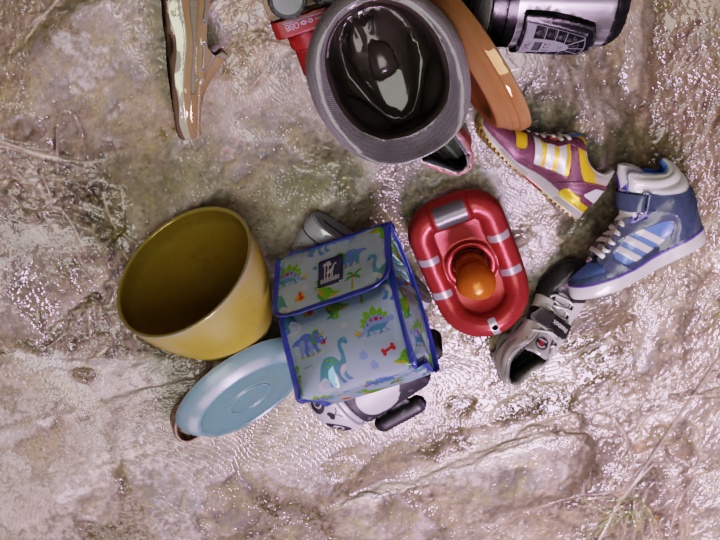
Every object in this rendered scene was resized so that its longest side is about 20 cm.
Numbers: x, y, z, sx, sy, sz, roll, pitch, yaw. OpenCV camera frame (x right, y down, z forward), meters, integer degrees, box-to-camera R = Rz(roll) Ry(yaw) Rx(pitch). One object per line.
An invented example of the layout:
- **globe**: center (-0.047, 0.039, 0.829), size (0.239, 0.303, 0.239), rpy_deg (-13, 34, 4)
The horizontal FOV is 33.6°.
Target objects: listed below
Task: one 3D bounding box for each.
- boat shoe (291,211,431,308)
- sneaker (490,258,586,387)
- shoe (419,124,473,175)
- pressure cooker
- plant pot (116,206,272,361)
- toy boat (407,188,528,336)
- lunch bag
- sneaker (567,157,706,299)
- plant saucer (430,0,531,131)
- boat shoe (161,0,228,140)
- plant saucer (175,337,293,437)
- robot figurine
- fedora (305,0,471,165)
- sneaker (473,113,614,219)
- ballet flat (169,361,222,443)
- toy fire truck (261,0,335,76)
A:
- **boat shoe**: center (0.000, 0.000, 1.595), size (0.200, 0.074, 0.067), rpy_deg (37, 116, -4)
- **sneaker**: center (0.255, 0.079, 1.624), size (0.074, 0.089, 0.200), rpy_deg (27, 110, -12)
- **shoe**: center (0.066, -0.200, 1.486), size (0.200, 0.091, 0.071), rpy_deg (41, 107, -17)
- **pressure cooker**: center (0.198, -0.343, 1.379), size (0.200, 0.179, 0.176), rpy_deg (-1, 120, -6)
- **plant pot**: center (-0.193, 0.038, 1.551), size (0.200, 0.200, 0.142), rpy_deg (-28, 135, 11)
- **toy boat**: center (0.146, 0.001, 1.560), size (0.130, 0.131, 0.200), rpy_deg (-21, 113, 8)
- **lunch bag**: center (-0.012, 0.054, 1.509), size (0.170, 0.127, 0.200), rpy_deg (-18, 74, 17)
- **sneaker**: center (0.340, -0.064, 1.558), size (0.200, 0.081, 0.147), rpy_deg (-26, 103, 4)
- **plant saucer**: center (0.131, -0.244, 1.408), size (0.037, 0.200, 0.200), rpy_deg (-34, 111, 1)
- **boat shoe**: center (-0.200, -0.259, 1.468), size (0.076, 0.072, 0.200), rpy_deg (-6, 115, -12)
- **plant saucer**: center (-0.154, 0.164, 1.608), size (0.200, 0.200, 0.027), rpy_deg (-43, 66, 16)
- **robot figurine**: center (0.015, 0.133, 1.618), size (0.200, 0.125, 0.150), rpy_deg (-33, 67, 13)
- **fedora**: center (0.030, -0.225, 1.355), size (0.177, 0.090, 0.200), rpy_deg (-29, 101, 6)
- **sneaker**: center (0.235, -0.156, 1.530), size (0.200, 0.075, 0.090), rpy_deg (37, 100, -23)
- **ballet flat**: center (-0.197, 0.166, 1.659), size (0.068, 0.067, 0.200), rpy_deg (30, 110, -15)
- **toy fire truck**: center (-0.009, -0.278, 1.433), size (0.176, 0.129, 0.200), rpy_deg (-17, 118, 5)
